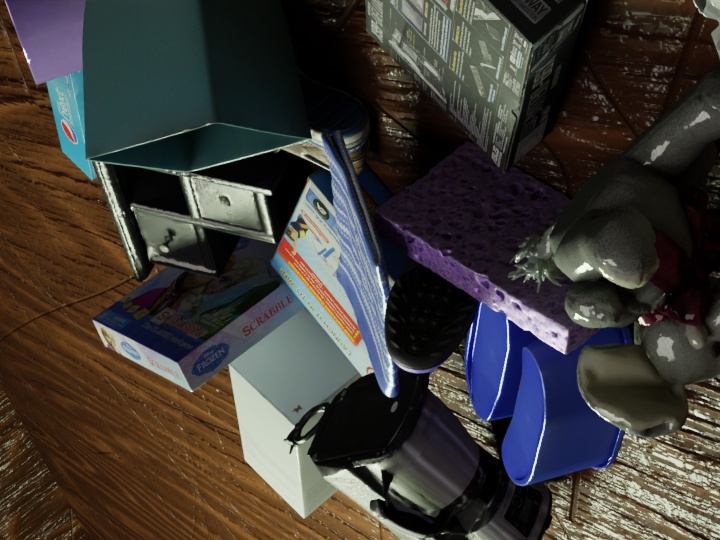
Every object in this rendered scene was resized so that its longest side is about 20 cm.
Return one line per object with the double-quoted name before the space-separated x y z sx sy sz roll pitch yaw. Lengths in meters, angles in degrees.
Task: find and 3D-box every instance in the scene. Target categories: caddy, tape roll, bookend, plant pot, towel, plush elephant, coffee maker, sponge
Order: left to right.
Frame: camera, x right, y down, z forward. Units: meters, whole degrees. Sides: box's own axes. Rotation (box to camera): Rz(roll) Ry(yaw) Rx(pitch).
"tape roll" -0.330 -0.301 1.340 0.200 0.084 0.203 160 90 -79
"plant pot" -0.146 -0.199 1.094 0.140 0.141 0.203 -11 84 30
"bookend" -0.147 -0.065 1.311 0.196 0.093 0.201 13 144 17
"towel" 0.000 0.000 1.076 0.201 0.024 0.146 82 170 -54
"coffee maker" 0.061 0.195 1.257 0.200 0.135 0.192 43 167 -23
"sponge" 0.114 -0.022 0.968 0.199 0.111 0.030 34 146 36
"caddy" 0.157 0.077 1.029 0.201 0.104 0.142 94 156 -50
"plush elephant" 0.197 0.009 0.818 0.155 0.165 0.200 41 149 -5

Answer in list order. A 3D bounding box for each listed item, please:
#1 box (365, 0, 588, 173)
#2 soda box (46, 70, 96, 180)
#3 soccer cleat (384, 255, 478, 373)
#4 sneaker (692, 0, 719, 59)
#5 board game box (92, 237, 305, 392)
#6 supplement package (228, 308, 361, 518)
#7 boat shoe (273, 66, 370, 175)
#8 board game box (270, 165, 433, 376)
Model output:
"box" 0.069 -0.171 0.878 0.158 0.050 0.200 48 169 15
"soda box" -0.327 -0.206 1.550 0.068 0.064 0.201 41 151 25
"soccer cleat" 0.058 0.017 1.015 0.067 0.201 0.074 10 133 4
"sneaker" 0.217 -0.157 0.678 0.201 0.074 0.088 53 156 -20
"board game box" -0.161 0.034 1.406 0.199 0.199 0.042 17 136 51
"supplement package" -0.065 0.165 1.495 0.117 0.117 0.201 40 151 28
"boat shoe" -0.073 -0.143 1.182 0.199 0.072 0.073 37 150 32
"board game box" 0.011 0.015 1.252 0.201 0.056 0.196 50 155 8
